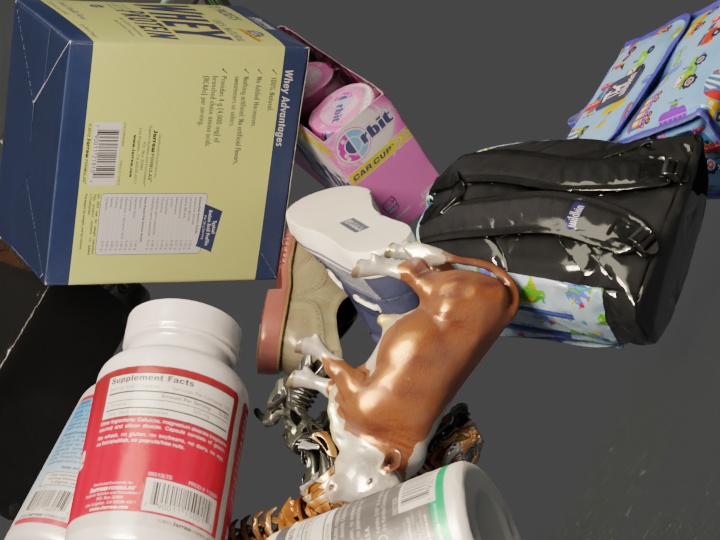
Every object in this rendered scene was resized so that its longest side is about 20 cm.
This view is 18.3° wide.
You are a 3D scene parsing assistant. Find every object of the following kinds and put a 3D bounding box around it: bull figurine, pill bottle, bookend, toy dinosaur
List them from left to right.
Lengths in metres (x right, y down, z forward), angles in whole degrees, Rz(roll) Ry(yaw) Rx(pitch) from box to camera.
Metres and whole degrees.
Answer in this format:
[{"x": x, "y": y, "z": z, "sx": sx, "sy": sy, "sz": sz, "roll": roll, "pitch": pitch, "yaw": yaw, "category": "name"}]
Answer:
[{"x": -0.321, "y": 0.081, "z": 1.868, "sx": 0.200, "sy": 0.092, "sz": 0.199, "roll": 14, "pitch": 70, "yaw": 47, "category": "bookend"}, {"x": -0.180, "y": 0.153, "z": 1.684, "sx": 0.109, "sy": 0.109, "sz": 0.200, "roll": -5, "pitch": 46, "yaw": 37, "category": "pill bottle"}, {"x": -0.139, "y": 0.126, "z": 1.582, "sx": 0.112, "sy": 0.112, "sz": 0.200, "roll": -12, "pitch": 54, "yaw": 30, "category": "pill bottle"}, {"x": -0.015, "y": 0.139, "z": 1.584, "sx": 0.200, "sy": 0.102, "sz": 0.136, "roll": -15, "pitch": 53, "yaw": -7, "category": "toy dinosaur"}, {"x": 0.002, "y": 0.209, "z": 1.464, "sx": 0.200, "sy": 0.113, "sz": 0.113, "roll": -23, "pitch": 37, "yaw": 18, "category": "pill bottle"}, {"x": 0.022, "y": 0.068, "z": 1.530, "sx": 0.121, "sy": 0.065, "sz": 0.200, "roll": 35, "pitch": 77, "yaw": 17, "category": "bull figurine"}]

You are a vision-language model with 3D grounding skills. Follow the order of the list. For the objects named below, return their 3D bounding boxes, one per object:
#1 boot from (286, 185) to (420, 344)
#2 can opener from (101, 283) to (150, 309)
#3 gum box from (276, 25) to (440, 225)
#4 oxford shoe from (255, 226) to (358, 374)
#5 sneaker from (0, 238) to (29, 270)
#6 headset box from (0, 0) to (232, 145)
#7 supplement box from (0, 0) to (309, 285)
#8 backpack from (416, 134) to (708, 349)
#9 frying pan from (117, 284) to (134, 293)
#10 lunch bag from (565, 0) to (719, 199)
[{"x": 0.000, "y": 0.000, "z": 1.704, "sx": 0.073, "sy": 0.090, "sz": 0.200, "roll": -20, "pitch": 20, "yaw": -9, "category": "boot"}, {"x": -0.180, "y": -0.012, "z": 1.933, "sx": 0.066, "sy": 0.053, "sz": 0.200, "roll": 35, "pitch": 73, "yaw": 17, "category": "can opener"}, {"x": -0.023, "y": -0.119, "z": 1.857, "sx": 0.066, "sy": 0.114, "sz": 0.200, "roll": -41, "pitch": 35, "yaw": -7, "category": "gum box"}, {"x": -0.032, "y": 0.018, "z": 1.769, "sx": 0.075, "sy": 0.070, "sz": 0.200, "roll": 9, "pitch": 40, "yaw": 4, "category": "oxford shoe"}, {"x": -0.258, "y": -0.020, "z": 2.002, "sx": 0.200, "sy": 0.073, "sz": 0.085, "roll": -27, "pitch": -3, "yaw": 30, "category": "sneaker"}, {"x": -0.214, "y": -0.176, "z": 2.100, "sx": 0.174, "sy": 0.093, "sz": 0.200, "roll": -11, "pitch": 42, "yaw": 32, "category": "headset box"}, {"x": -0.168, "y": -0.103, "z": 1.783, "sx": 0.200, "sy": 0.200, "sz": 0.134, "roll": -1, "pitch": 21, "yaw": -27, "category": "supplement box"}, {"x": 0.137, "y": -0.021, "z": 1.605, "sx": 0.200, "sy": 0.154, "sz": 0.163, "roll": 10, "pitch": 59, "yaw": 20, "category": "backpack"}, {"x": -0.176, "y": -0.083, "z": 1.918, "sx": 0.115, "sy": 0.031, "sz": 0.190, "roll": 42, "pitch": 71, "yaw": 13, "category": "frying pan"}, {"x": 0.236, "y": -0.124, "z": 1.687, "sx": 0.200, "sy": 0.094, "sz": 0.151, "roll": -11, "pitch": 41, "yaw": 50, "category": "lunch bag"}]
